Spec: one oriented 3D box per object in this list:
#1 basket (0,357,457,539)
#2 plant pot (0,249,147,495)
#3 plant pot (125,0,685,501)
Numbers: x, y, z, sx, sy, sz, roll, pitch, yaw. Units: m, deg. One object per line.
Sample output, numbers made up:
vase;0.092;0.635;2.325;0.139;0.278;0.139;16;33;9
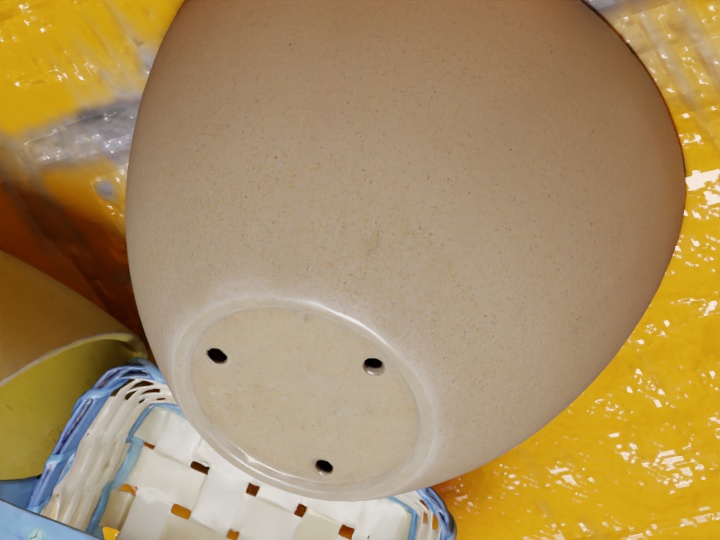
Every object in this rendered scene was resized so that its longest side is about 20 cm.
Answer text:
basket;-0.048;0.115;0.971;0.176;0.139;0.200;23;176;6
plant pot;-0.203;0.052;1.007;0.142;0.200;0.200;43;136;14
plant pot;0.000;0.000;0.895;0.200;0.135;0.200;12;132;13
